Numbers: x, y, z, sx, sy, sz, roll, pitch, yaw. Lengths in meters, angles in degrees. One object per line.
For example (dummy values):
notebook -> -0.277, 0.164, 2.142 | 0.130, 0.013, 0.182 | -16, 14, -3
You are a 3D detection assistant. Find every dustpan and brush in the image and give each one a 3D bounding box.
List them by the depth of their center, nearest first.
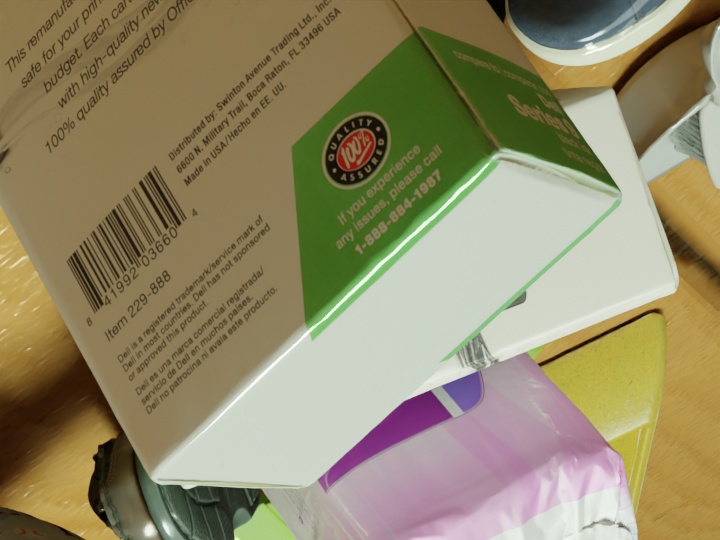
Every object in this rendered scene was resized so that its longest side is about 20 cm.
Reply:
dustpan and brush -> 0.158, -0.078, 0.968 | 0.139, 0.057, 0.200 | -30, 152, -1

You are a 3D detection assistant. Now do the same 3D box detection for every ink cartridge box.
ink cartridge box -> -0.038, -0.057, 0.657 | 0.146, 0.201, 0.084 | -43, 153, 22
ink cartridge box -> 0.000, 0.000, 0.831 | 0.199, 0.085, 0.145 | -21, -172, -12

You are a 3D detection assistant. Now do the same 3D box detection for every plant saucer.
plant saucer -> 0.094, 0.128, 1.259 | 0.199, 0.049, 0.200 | -24, 152, -12

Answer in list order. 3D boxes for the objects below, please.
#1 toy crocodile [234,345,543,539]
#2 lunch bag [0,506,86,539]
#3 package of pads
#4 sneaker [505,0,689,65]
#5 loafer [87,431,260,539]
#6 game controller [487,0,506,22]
toy crocodile -> 0.011, 0.083, 1.057 | 0.200, 0.062, 0.068 | -37, 107, 11
lunch bag -> -0.178, 0.140, 0.902 | 0.199, 0.160, 0.076 | 17, 90, -51
package of pads -> 0.016, 0.070, 0.914 | 0.120, 0.200, 0.076 | -22, 129, -15
sneaker -> 0.105, -0.166, 0.729 | 0.201, 0.075, 0.084 | -58, 150, 1
loafer -> -0.090, 0.102, 0.962 | 0.062, 0.072, 0.200 | -20, 177, 7
game controller -> 0.014, -0.122, 0.788 | 0.103, 0.042, 0.201 | -5, 145, -15
